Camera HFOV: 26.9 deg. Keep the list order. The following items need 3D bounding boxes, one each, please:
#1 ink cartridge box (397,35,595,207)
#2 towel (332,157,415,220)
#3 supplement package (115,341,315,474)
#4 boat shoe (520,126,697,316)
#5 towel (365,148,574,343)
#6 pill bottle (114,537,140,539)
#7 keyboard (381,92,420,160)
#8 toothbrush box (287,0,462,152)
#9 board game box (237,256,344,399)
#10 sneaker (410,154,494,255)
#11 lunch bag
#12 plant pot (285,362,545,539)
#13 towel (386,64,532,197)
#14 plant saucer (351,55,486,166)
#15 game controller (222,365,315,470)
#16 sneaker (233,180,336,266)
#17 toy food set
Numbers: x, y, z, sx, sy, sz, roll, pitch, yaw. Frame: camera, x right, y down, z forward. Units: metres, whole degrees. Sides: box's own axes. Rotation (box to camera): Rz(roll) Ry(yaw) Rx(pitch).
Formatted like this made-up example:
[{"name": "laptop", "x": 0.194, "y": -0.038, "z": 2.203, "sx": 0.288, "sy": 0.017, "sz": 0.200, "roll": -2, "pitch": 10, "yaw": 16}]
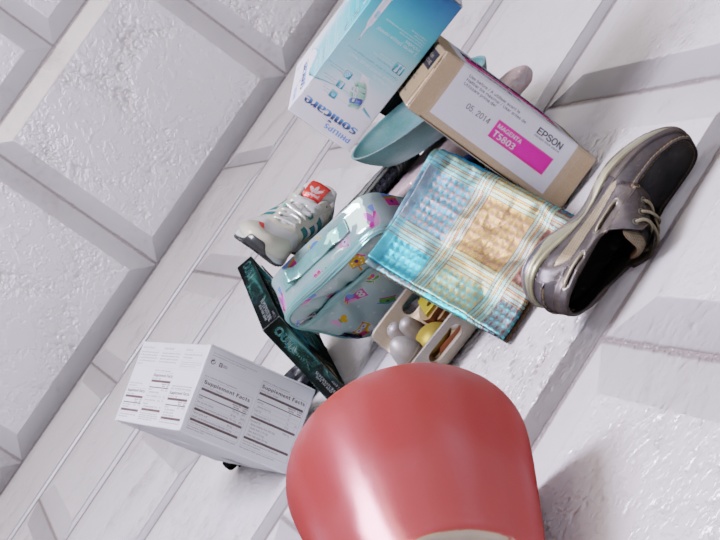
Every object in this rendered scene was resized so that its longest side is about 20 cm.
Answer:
[{"name": "ink cartridge box", "x": 0.136, "y": -0.160, "z": 1.587, "sx": 0.075, "sy": 0.200, "sz": 0.165, "roll": -53, "pitch": 15, "yaw": 10}, {"name": "towel", "x": -0.007, "y": -0.058, "z": 1.896, "sx": 0.193, "sy": 0.034, "sz": 0.200, "roll": -50, "pitch": -9, "yaw": -30}, {"name": "supplement package", "x": -0.181, "y": 0.166, "z": 1.855, "sx": 0.200, "sy": 0.155, "sz": 0.111, "roll": -1, "pitch": 66, "yaw": 59}, {"name": "boat shoe", "x": 0.229, "y": -0.035, "z": 1.305, "sx": 0.200, "sy": 0.074, "sz": 0.073, "roll": -50, "pitch": 40, "yaw": 1}, {"name": "towel", "x": 0.109, "y": -0.029, "z": 1.508, "sx": 0.200, "sy": 0.022, "sz": 0.147, "roll": 30, "pitch": 87, "yaw": 39}, {"name": "pill bottle", "x": -0.293, "y": 0.412, "z": 1.839, "sx": 0.112, "sy": 0.112, "sz": 0.200, "roll": -51, "pitch": 14, "yaw": 13}, {"name": "keyboard", "x": 0.072, "y": -0.194, "z": 1.953, "sx": 0.127, "sy": 0.200, "sz": 0.021, "roll": -51, "pitch": 55, "yaw": 11}, {"name": "toothbrush box", "x": 0.015, "y": -0.246, "z": 1.598, "sx": 0.200, "sy": 0.085, "sz": 0.147, "roll": -50, "pitch": 16, "yaw": 21}, {"name": "board game box", "x": -0.085, "y": 0.070, "z": 1.845, "sx": 0.028, "sy": 0.135, "sz": 0.200, "roll": -40, "pitch": 25, "yaw": 4}, {"name": "sneaker", "x": 0.096, "y": -0.063, "z": 1.628, "sx": 0.075, "sy": 0.079, "sz": 0.200, "roll": -16, "pitch": 21, "yaw": 40}, {"name": "lunch bag", "x": 0.000, "y": 0.000, "z": 1.738, "sx": 0.200, "sy": 0.160, "sz": 0.077, "roll": -44, "pitch": 55, "yaw": 29}, {"name": "plant pot", "x": 0.051, "y": 0.197, "z": 1.115, "sx": 0.201, "sy": 0.200, "sz": 0.177, "roll": -50, "pitch": 25, "yaw": 16}, {"name": "towel", "x": 0.106, "y": -0.144, "z": 1.790, "sx": 0.200, "sy": 0.032, "sz": 0.191, "roll": -51, "pitch": 7, "yaw": -32}, {"name": "plant saucer", "x": 0.078, "y": -0.182, "z": 1.802, "sx": 0.200, "sy": 0.036, "sz": 0.200, "roll": -35, "pitch": 14, "yaw": 10}, {"name": "game controller", "x": -0.112, "y": 0.177, "z": 1.962, "sx": 0.200, "sy": 0.042, "sz": 0.104, "roll": -47, "pitch": 2, "yaw": 27}, {"name": "sneaker", "x": -0.081, "y": -0.065, "z": 1.774, "sx": 0.094, "sy": 0.070, "sz": 0.200, "roll": -58, "pitch": -12, "yaw": 13}, {"name": "toy food set", "x": 0.070, "y": 0.047, "z": 1.608, "sx": 0.144, "sy": 0.060, "sz": 0.200, "roll": -53, "pitch": 15, "yaw": 8}]
